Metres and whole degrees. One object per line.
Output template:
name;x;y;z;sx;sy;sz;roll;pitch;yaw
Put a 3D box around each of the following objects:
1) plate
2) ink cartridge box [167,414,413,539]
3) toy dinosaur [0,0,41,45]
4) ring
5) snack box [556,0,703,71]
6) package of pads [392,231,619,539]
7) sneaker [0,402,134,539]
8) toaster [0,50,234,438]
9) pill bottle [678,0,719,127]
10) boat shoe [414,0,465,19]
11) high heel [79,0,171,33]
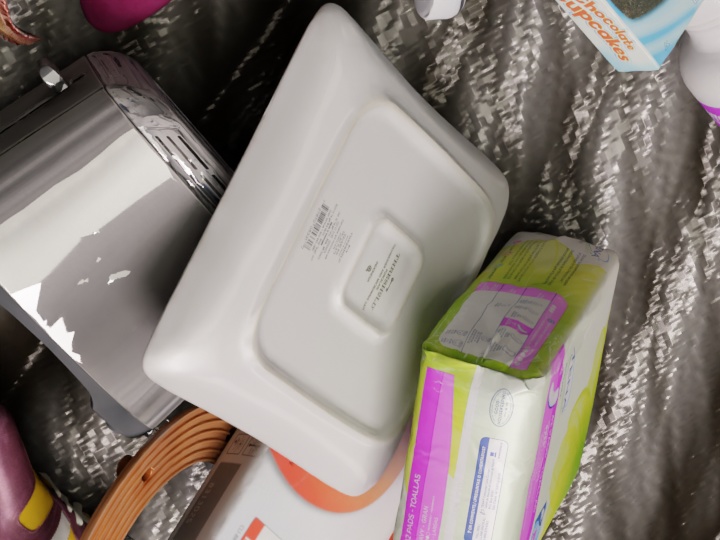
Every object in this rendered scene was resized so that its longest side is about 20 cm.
plate;0.000;0.000;0.819;0.200;0.032;0.200;38;75;-49
ink cartridge box;0.002;0.151;0.910;0.200;0.050;0.163;44;63;-25
toy dinosaur;-0.159;-0.235;0.728;0.104;0.200;0.182;21;67;-4
ring;-0.112;0.161;0.874;0.019;0.200;0.202;21;111;22
snack box;0.154;-0.212;0.806;0.116;0.037;0.201;42;72;-27
package of pads;0.078;0.075;0.867;0.068;0.200;0.156;14;113;16
sneaker;-0.168;0.148;0.900;0.090;0.075;0.201;-16;122;-17
toaster;-0.117;-0.012;0.817;0.129;0.114;0.200;-40;118;1
pill bottle;0.242;-0.103;0.882;0.104;0.104;0.200;-44;116;6
boat shoe;0.064;-0.223;0.804;0.067;0.072;0.201;1;105;-14
high heel;-0.110;-0.174;0.729;0.067;0.096;0.200;41;133;12
